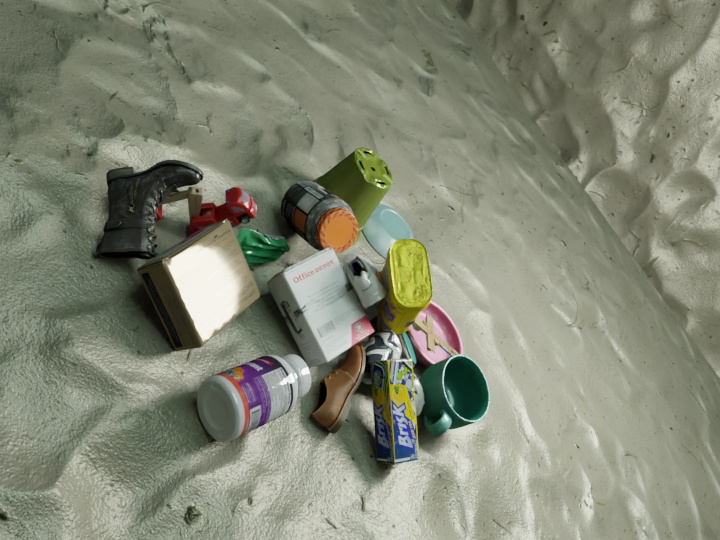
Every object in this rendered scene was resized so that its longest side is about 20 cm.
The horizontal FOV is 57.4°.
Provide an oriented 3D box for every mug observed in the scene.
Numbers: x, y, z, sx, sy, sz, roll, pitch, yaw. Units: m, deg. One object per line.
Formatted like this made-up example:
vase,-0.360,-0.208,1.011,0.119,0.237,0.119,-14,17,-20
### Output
mug,0.192,0.283,1.491,0.182,0.114,0.155,-4,72,-41

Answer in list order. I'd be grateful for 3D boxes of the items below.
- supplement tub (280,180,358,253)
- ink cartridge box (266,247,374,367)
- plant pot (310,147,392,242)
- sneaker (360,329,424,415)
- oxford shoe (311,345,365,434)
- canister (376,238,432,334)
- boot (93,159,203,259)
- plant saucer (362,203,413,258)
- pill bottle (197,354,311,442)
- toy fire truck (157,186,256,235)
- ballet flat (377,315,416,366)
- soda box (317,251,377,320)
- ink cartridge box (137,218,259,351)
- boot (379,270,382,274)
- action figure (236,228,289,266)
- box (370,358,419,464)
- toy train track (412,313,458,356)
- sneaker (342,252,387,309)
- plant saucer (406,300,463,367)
supplement tub,-0.091,-0.118,1.477,0.121,0.125,0.200,17,13,-36
ink cartridge box,-0.083,0.075,1.363,0.144,0.084,0.203,-27,91,-38
plant pot,-0.022,-0.199,1.633,0.198,0.190,0.203,27,41,-26
sneaker,0.052,0.243,1.427,0.128,0.079,0.203,-25,97,-35
oxford shoe,-0.042,0.223,1.328,0.071,0.071,0.202,34,48,-11
canister,0.088,0.042,1.425,0.084,0.201,0.152,-2,68,-10
boot,-0.380,-0.102,1.195,0.195,0.070,0.178,-8,67,-1
plant saucer,0.084,-0.114,1.799,0.199,0.039,0.204,28,41,-27
pill bottle,-0.181,0.215,1.165,0.198,0.111,0.113,-16,70,-52
toy fire truck,-0.318,-0.122,1.289,0.141,0.196,0.050,50,23,-52
ballet flat,0.077,0.147,1.539,0.068,0.066,0.203,49,21,-49
soda box,-0.035,0.039,1.517,0.198,0.063,0.069,28,41,-28
ink cartridge box,-0.289,0.023,1.203,0.200,0.074,0.168,-45,118,-55
boot,0.109,0.034,1.640,0.197,0.107,0.076,8,50,-45
action figure,-0.216,-0.046,1.384,0.055,0.119,0.198,49,25,22
box,0.069,0.285,1.344,0.069,0.064,0.205,2,79,-35
toy train track,0.185,0.181,1.573,0.199,0.032,0.116,40,30,-23
sneaker,0.000,0.000,1.412,0.088,0.074,0.200,59,-3,-28
plant saucer,0.171,0.165,1.636,0.198,0.051,0.204,27,42,-27
